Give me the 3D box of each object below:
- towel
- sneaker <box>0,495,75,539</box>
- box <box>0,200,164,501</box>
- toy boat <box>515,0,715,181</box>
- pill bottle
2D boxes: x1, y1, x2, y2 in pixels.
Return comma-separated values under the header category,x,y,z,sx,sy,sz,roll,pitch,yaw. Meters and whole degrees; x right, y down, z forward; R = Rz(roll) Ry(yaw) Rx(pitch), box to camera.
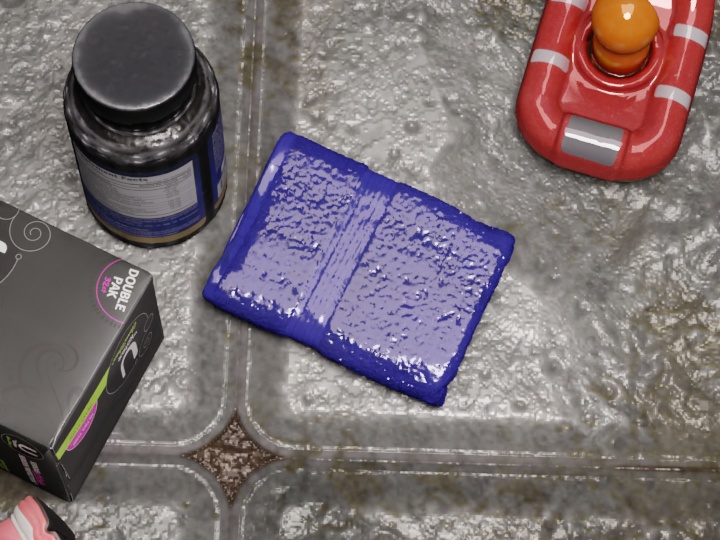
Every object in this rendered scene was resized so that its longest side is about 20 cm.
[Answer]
category,x,y,z,sx,sy,sz,roll,pitch,yaw
towel,0.000,0.000,1.533,0.199,0.050,0.148,25,75,9
sneaker,-0.207,0.257,1.408,0.086,0.074,0.201,-31,66,0
box,-0.260,0.043,1.462,0.199,0.124,0.149,26,69,9
toy boat,0.197,-0.175,1.557,0.130,0.131,0.201,16,74,6
pill bottle,-0.154,-0.105,1.489,0.111,0.200,0.113,0,66,-1
